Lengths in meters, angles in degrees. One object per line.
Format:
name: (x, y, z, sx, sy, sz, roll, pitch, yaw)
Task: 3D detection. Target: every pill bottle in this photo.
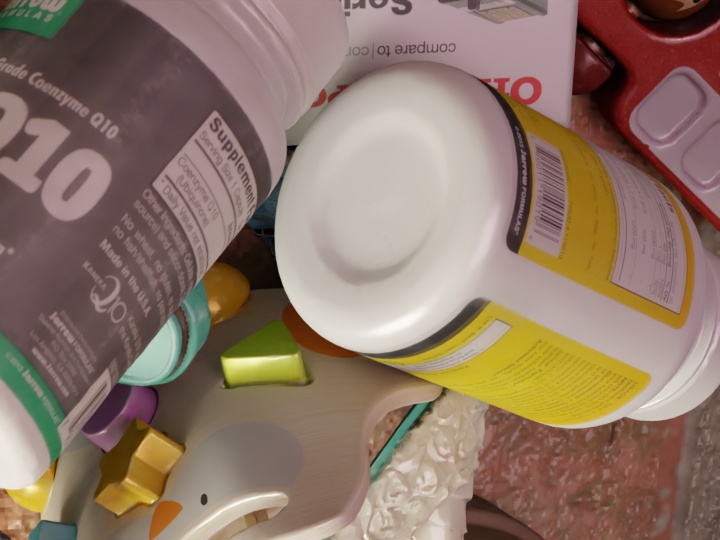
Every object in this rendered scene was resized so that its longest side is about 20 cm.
pill bottle: (0.068, 0.000, 0.824, 0.200, 0.112, 0.112, 24, 88, -46)
pill bottle: (-0.097, -0.034, 0.713, 0.113, 0.113, 0.200, 51, 62, -28)

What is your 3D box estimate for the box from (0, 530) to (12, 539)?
box: (-0.228, 0.118, 0.741, 0.200, 0.049, 0.161, 36, 81, 7)

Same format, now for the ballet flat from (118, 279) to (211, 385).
ballet flat: (-0.152, -0.008, 0.800, 0.199, 0.070, 0.068, 18, 113, 1)

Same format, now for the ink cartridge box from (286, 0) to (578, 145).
ink cartridge box: (0.014, -0.157, 0.832, 0.145, 0.084, 0.201, -4, 111, -13)

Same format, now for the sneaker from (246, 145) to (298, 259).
sneaker: (0.000, 0.000, 0.895, 0.199, 0.078, 0.090, 25, 91, -31)

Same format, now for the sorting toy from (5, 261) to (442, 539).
sorting toy: (-0.060, 0.096, 0.795, 0.200, 0.180, 0.107, -45, 110, 7)

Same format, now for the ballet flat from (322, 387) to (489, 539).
ballet flat: (0.002, 0.126, 0.870, 0.200, 0.072, 0.072, -48, 120, -21)

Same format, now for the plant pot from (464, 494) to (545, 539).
plant pot: (0.055, 0.213, 0.917, 0.199, 0.173, 0.201, -7, 104, -30)

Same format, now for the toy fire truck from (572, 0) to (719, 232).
toy fire truck: (0.174, -0.122, 0.962, 0.168, 0.112, 0.200, -47, 120, 8)
